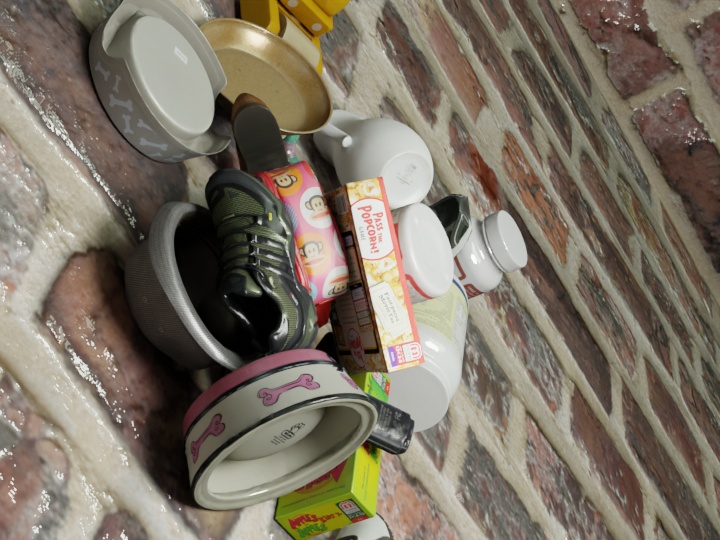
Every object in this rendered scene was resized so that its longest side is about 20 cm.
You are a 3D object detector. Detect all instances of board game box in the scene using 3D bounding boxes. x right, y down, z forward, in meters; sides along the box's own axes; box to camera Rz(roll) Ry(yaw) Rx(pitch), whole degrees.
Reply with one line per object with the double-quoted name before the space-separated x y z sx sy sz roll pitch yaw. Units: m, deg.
"board game box" -0.028 0.197 1.413 0.048 0.101 0.200 51 29 -31
"board game box" 0.000 0.010 1.368 0.046 0.151 0.201 -13 90 -20

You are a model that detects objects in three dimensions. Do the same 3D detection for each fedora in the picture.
"fedora" -0.169 0.032 1.285 0.200 0.090 0.177 57 26 -15

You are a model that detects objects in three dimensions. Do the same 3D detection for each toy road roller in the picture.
"toy road roller" -0.078 -0.368 1.733 0.123 0.146 0.201 37 38 -46

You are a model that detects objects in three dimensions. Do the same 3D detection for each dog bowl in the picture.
"dog bowl" -0.086 0.153 1.243 0.200 0.200 0.074 22 34 -56
"dog bowl" -0.225 -0.212 1.417 0.200 0.058 0.201 45 33 -40

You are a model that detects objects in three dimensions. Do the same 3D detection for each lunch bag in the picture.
"lunch bag" -0.082 -0.017 1.391 0.082 0.200 0.177 -20 88 -23

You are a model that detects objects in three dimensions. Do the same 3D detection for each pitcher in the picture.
"pitcher" -0.003 -0.163 1.704 0.171 0.122 0.200 26 8 -35

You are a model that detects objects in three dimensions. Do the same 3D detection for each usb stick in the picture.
"usb stick" -0.035 0.138 1.353 0.199 0.033 0.056 26 48 -9

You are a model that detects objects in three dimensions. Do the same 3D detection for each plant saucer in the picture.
"plant saucer" -0.128 -0.236 1.591 0.200 0.035 0.201 25 39 -22

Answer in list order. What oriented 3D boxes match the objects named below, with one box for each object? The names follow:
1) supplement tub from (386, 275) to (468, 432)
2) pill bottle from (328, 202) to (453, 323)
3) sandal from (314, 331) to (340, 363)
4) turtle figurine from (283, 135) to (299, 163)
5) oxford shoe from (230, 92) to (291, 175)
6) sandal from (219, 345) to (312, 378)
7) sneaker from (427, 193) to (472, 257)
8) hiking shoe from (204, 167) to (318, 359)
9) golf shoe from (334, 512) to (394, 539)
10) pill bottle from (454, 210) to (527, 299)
"supplement tub" 0.062 0.096 1.625 0.145 0.145 0.200 53 29 -27
"pill bottle" 0.000 0.000 1.506 0.114 0.199 0.114 37 45 -48
"sandal" -0.055 0.147 1.395 0.200 0.045 0.075 -57 149 -37
"turtle figurine" -0.055 -0.077 1.594 0.200 0.101 0.150 54 11 0
"oxford shoe" -0.113 -0.121 1.509 0.071 0.071 0.201 -116 -165 -56
"sandal" -0.093 0.102 1.418 0.082 0.054 0.200 65 25 -4
"sneaker" 0.058 -0.040 1.680 0.086 0.200 0.081 20 46 -45
"hiking shoe" -0.106 -0.008 1.246 0.201 0.075 0.101 66 21 1
"golf shoe" -0.020 0.315 1.361 0.095 0.077 0.200 55 26 -23
"pill bottle" 0.128 -0.009 1.777 0.112 0.199 0.113 44 34 -40
